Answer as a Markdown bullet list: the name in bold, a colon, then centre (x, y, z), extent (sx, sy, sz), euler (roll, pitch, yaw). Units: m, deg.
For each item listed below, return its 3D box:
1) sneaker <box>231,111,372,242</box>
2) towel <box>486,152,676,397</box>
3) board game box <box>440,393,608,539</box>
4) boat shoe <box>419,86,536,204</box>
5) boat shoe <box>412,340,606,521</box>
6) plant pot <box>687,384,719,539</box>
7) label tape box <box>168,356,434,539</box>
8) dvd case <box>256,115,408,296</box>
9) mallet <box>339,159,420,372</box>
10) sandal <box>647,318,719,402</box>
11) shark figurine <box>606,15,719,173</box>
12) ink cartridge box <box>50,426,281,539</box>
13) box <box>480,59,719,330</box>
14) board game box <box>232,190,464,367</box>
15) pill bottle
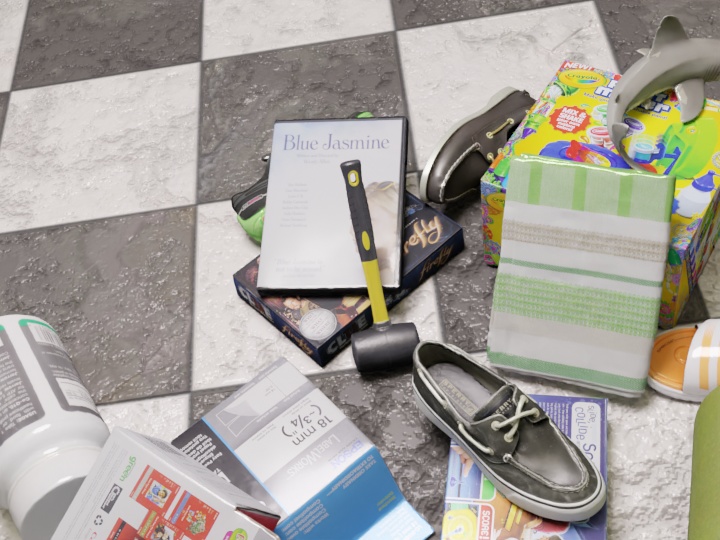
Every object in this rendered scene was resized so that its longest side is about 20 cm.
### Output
- **sneaker**: centre (-0.060, -0.115, 1.147), extent (0.084, 0.077, 0.200), euler (36, 63, 27)
- **towel**: centre (0.194, 0.003, 0.941), extent (0.149, 0.201, 0.031), euler (11, 16, 20)
- **board game box**: centre (0.138, 0.196, 0.884), extent (0.135, 0.035, 0.200), euler (3, 52, 11)
- **boat shoe**: centre (0.136, -0.129, 1.119), extent (0.060, 0.072, 0.201), euler (26, 50, 26)
- **boat shoe**: centre (0.116, 0.129, 0.877), extent (0.200, 0.064, 0.071), euler (35, 63, 31)
- **plant pot**: centre (0.322, 0.180, 0.788), extent (0.199, 0.200, 0.190), euler (0, 38, 10)
- **label tape box**: centre (-0.056, 0.187, 0.907), extent (0.144, 0.063, 0.200), euler (-37, 54, -19)
- **dvd case**: centre (-0.025, -0.068, 1.067), extent (0.142, 0.018, 0.201), euler (-1, 63, 9)
- **mallet**: centre (0.000, 0.000, 0.986), extent (0.066, 0.201, 0.041), euler (-19, 11, -1)
- **sandal**: centre (0.353, 0.075, 0.930), extent (0.206, 0.059, 0.079), euler (6, 52, 15)
- **shark figurine**: centre (0.276, -0.186, 0.986), extent (0.214, 0.090, 0.128), euler (-34, 51, -23)
- **ink cartridge box**: centre (-0.157, 0.253, 0.814), extent (0.175, 0.084, 0.200), euler (27, 84, 27)
- **box**: centre (0.250, -0.079, 1.035), extent (0.200, 0.122, 0.193), euler (21, 56, 24)
- **board game box**: centre (-0.012, -0.009, 1.078), extent (0.200, 0.035, 0.135), euler (-39, 55, -21)
- **pill bottle**: centre (-0.292, 0.143, 0.952), extent (0.113, 0.113, 0.200), euler (-29, 52, -14)
